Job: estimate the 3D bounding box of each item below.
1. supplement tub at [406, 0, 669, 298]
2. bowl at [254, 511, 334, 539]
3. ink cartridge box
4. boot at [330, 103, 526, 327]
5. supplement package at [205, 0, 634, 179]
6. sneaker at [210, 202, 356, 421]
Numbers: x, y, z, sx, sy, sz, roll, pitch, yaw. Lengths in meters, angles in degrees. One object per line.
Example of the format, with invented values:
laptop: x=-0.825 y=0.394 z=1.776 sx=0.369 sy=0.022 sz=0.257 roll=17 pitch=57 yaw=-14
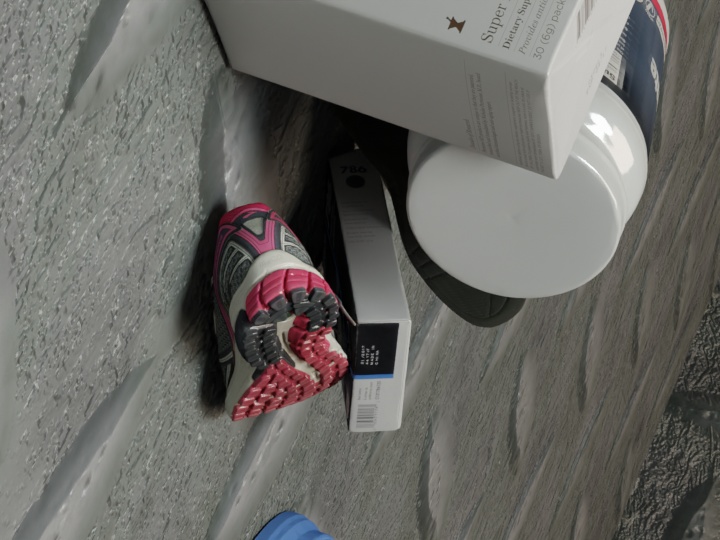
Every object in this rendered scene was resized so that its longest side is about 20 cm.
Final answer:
supplement tub: x=0.105 y=-0.096 z=1.196 sx=0.201 sy=0.139 sz=0.141 roll=-73 pitch=169 yaw=-45
bowl: x=-0.069 y=0.280 z=1.498 sx=0.201 sy=0.039 sz=0.202 roll=19 pitch=90 yaw=-74
ink cartridge box: x=0.000 y=0.000 z=1.325 sx=0.201 sy=0.039 sz=0.100 roll=-99 pitch=-171 yaw=-48
boot: x=0.062 y=-0.073 z=1.334 sx=0.073 sy=0.204 sz=0.154 roll=-29 pitch=-176 yaw=22
supplement package: x=0.031 y=-0.153 z=1.059 sx=0.120 sy=0.199 sz=0.122 roll=70 pitch=42 yaw=-66
sneaker: x=-0.052 y=0.030 z=1.226 sx=0.080 sy=0.075 sz=0.200 roll=-19 pitch=156 yaw=-15
